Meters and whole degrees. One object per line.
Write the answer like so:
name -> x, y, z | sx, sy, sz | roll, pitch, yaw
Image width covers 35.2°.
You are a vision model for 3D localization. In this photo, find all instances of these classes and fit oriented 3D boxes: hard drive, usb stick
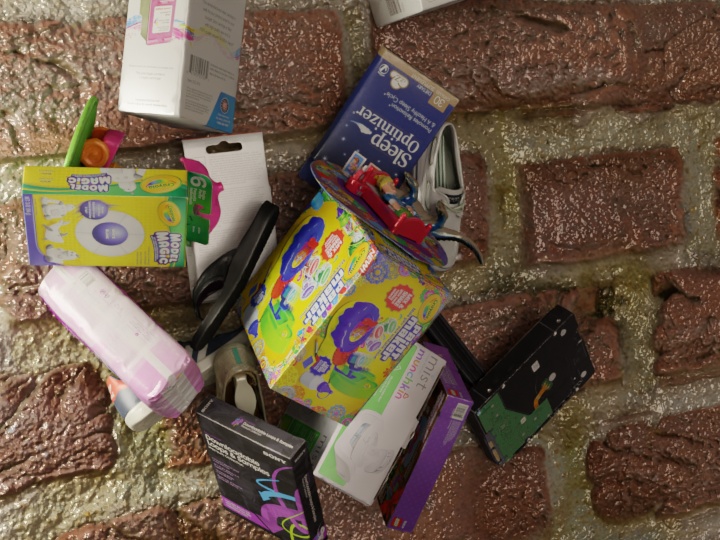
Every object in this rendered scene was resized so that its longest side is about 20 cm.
hard drive -> 0.232, 0.160, 1.566 | 0.200, 0.038, 0.140 | -44, 134, -14
usb stick -> 0.109, 0.088, 1.499 | 0.033, 0.055, 0.200 | -43, 128, -4

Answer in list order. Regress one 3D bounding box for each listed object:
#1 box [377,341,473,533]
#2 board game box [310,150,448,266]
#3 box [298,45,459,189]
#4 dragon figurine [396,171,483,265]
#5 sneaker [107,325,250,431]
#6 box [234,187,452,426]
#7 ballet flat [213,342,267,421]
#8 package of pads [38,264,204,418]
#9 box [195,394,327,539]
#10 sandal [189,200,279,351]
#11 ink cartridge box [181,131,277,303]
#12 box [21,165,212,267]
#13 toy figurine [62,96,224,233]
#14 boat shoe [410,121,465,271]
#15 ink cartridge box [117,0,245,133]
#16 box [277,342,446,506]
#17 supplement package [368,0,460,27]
box -> 0.072, 0.210, 1.443 | 0.039, 0.137, 0.201 | 17, 110, -17
board game box -> 0.033, -0.082, 1.336 | 0.199, 0.158, 0.039 | 36, 106, -4
box -> 0.022, -0.170, 1.459 | 0.121, 0.032, 0.201 | 30, 103, -20
dragon figurine -> 0.060, -0.056, 1.456 | 0.200, 0.059, 0.099 | 40, 105, -12
sneaker -> -0.222, 0.108, 1.397 | 0.200, 0.075, 0.085 | -34, 73, -30
box -> -0.026, 0.035, 1.335 | 0.122, 0.193, 0.200 | 31, 104, -32
ballet flat -> -0.145, 0.179, 1.388 | 0.067, 0.062, 0.201 | -17, 128, -14
package of pads -> -0.272, 0.076, 1.301 | 0.200, 0.121, 0.076 | 41, 75, 13
box -> -0.117, 0.247, 1.359 | 0.036, 0.142, 0.201 | -48, 145, -36
sandal -> -0.161, 0.003, 1.366 | 0.048, 0.075, 0.201 | 26, 76, 5
ink cartridge box -> -0.165, -0.066, 1.416 | 0.108, 0.050, 0.202 | -8, 95, -20
box -> -0.262, -0.056, 1.239 | 0.198, 0.118, 0.049 | -1, 49, -11
toy figurine -> -0.255, -0.076, 1.319 | 0.183, 0.150, 0.201 | 19, 108, -11
boat shoe -> 0.104, -0.098, 1.503 | 0.073, 0.067, 0.202 | -16, 98, -36
ink cartridge box -> -0.204, -0.272, 1.332 | 0.084, 0.144, 0.202 | 8, 91, 19
box -> -0.006, 0.170, 1.426 | 0.096, 0.176, 0.201 | 32, 82, -20
supplement package -> 0.112, -0.419, 1.450 | 0.199, 0.152, 0.152 | -22, 101, -19
